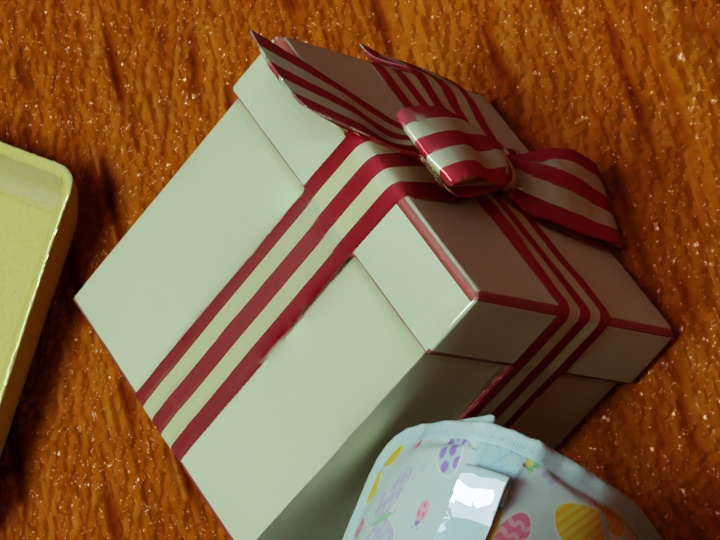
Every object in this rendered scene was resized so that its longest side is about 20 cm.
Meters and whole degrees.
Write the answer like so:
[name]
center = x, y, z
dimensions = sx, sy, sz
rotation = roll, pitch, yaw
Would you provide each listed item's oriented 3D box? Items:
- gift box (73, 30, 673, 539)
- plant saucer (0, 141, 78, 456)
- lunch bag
[gift box]
center = 0.000, 0.000, 1.145
dimensions = 0.187, 0.184, 0.200
rotation = -48, 64, 21
[plant saucer]
center = -0.238, 0.018, 1.397
dimensions = 0.200, 0.048, 0.200
rotation = 21, 94, 36
[lunch bag]
center = 0.042, 0.157, 1.044
dimensions = 0.127, 0.200, 0.170
rotation = 18, 79, 19
